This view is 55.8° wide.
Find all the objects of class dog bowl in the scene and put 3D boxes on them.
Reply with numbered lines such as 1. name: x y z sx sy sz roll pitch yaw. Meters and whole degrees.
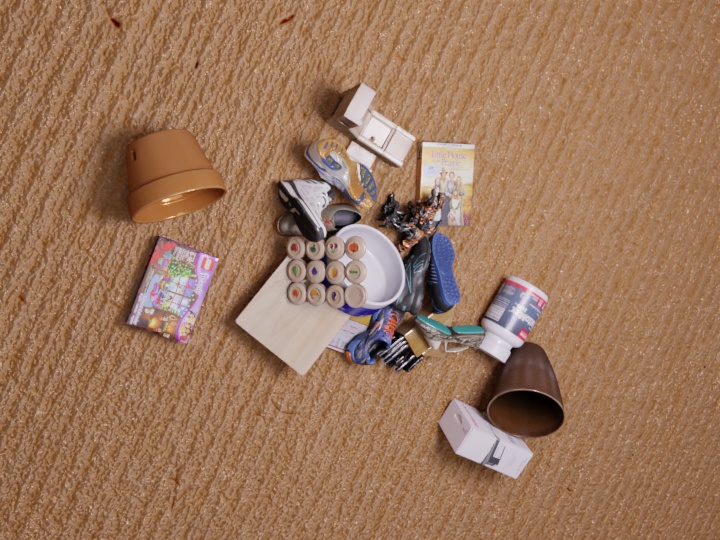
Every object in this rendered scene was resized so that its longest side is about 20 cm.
1. dog bowl: 0.000 0.000 1.544 0.199 0.079 0.202 18 56 -29

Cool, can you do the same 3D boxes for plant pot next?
1. plant pot: 0.421 0.284 1.723 0.187 0.186 0.201 40 40 -20
2. plant pot: -0.386 -0.196 1.379 0.199 0.200 0.141 -18 88 -16

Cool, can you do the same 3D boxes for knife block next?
1. knife block: 0.129 0.152 1.673 0.174 0.064 0.202 10 94 -22

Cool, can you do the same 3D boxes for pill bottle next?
1. pill bottle: 0.378 0.127 1.732 0.119 0.119 0.201 32 87 -21

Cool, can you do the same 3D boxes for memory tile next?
1. memory tile: -0.075 0.003 1.456 0.017 0.198 0.155 -5 95 -62

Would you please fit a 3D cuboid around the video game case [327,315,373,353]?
1. video game case: -0.034 0.092 1.630 0.142 0.017 0.202 22 90 -21

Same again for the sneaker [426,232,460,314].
1. sneaker: 0.189 0.008 1.655 0.070 0.078 0.202 12 57 -26

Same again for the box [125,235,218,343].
1. box: -0.408 0.042 1.476 0.136 0.039 0.202 21 90 -22

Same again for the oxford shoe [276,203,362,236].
1. oxford shoe: -0.092 -0.118 1.548 0.198 0.075 0.071 -14 104 -17

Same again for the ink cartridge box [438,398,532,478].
1. ink cartridge box: 0.315 0.426 1.732 0.199 0.145 0.085 27 102 -21

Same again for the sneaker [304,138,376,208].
1. sneaker: -0.042 -0.217 1.517 0.200 0.088 0.076 48 65 -32

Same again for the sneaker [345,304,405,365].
1. sneaker: 0.054 0.151 1.627 0.201 0.078 0.075 -53 129 -12

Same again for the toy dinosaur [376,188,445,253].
1. toy dinosaur: 0.116 -0.109 1.606 0.135 0.102 0.201 32 84 -18

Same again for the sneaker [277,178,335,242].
1. sneaker: -0.095 -0.146 1.490 0.114 0.201 0.076 -17 137 -22

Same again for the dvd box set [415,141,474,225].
1. dvd box set: 0.207 -0.210 1.668 0.145 0.029 0.202 0 98 -20

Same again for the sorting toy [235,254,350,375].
1. sorting toy: -0.148 0.096 1.550 0.198 0.070 0.200 40 83 -11

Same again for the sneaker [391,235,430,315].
1. sneaker: 0.120 0.004 1.627 0.079 0.076 0.202 13 67 0

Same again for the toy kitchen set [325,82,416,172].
1. toy kitchen set: 0.021 -0.280 1.509 0.199 0.180 0.164 29 88 -17

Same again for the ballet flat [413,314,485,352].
1. ballet flat: 0.210 0.161 1.640 0.198 0.068 0.076 11 109 -23
